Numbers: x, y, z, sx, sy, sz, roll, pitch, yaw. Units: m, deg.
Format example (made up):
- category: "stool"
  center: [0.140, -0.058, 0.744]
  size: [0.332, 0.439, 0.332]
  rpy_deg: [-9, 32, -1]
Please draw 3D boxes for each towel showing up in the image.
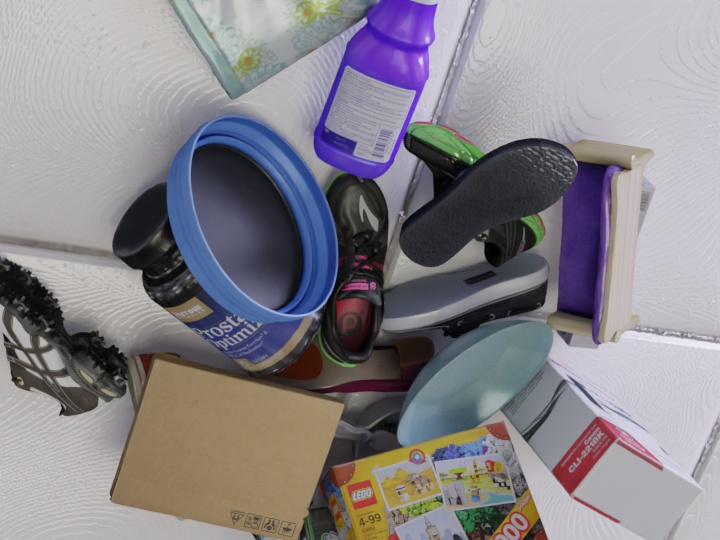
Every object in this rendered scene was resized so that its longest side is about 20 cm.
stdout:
- category: "towel"
  center: [-0.092, -0.273, 1.290]
  size: [0.171, 0.048, 0.200]
  rpy_deg: [-31, 124, -1]

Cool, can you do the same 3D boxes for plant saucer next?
- category: "plant saucer"
  center: [0.113, 0.110, 1.523]
  size: [0.201, 0.039, 0.201]
  rpy_deg: [-28, 151, -17]

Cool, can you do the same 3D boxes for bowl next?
- category: "bowl"
  center: [-0.100, -0.045, 1.337]
  size: [0.039, 0.201, 0.201]
  rpy_deg: [-24, 130, 34]

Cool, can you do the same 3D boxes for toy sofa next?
- category: "toy sofa"
  center: [0.239, -0.029, 1.483]
  size: [0.098, 0.083, 0.201]
  rpy_deg: [-26, 122, -52]

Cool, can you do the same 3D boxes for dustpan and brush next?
- category: "dustpan and brush"
  center: [0.019, 0.181, 1.571]
  size: [0.200, 0.057, 0.140]
  rpy_deg: [26, 106, -30]

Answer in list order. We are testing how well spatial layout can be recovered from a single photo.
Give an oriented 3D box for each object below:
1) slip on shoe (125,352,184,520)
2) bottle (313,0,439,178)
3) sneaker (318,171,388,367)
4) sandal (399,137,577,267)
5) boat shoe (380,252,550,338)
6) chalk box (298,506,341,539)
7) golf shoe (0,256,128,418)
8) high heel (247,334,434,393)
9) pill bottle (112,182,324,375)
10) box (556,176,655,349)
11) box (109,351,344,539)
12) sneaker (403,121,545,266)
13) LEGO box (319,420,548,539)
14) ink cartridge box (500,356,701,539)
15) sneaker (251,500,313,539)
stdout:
- category: "slip on shoe"
  center: [-0.194, 0.172, 1.487]
  size: [0.061, 0.074, 0.200]
  rpy_deg: [-15, 117, -15]
- category: "bottle"
  center: [0.021, -0.184, 1.347]
  size: [0.083, 0.065, 0.200]
  rpy_deg: [19, 122, -4]
- category: "sneaker"
  center: [0.000, 0.000, 1.439]
  size: [0.077, 0.084, 0.201]
  rpy_deg: [-4, 101, -16]
- category: "sandal"
  center: [0.116, -0.073, 1.381]
  size: [0.200, 0.043, 0.076]
  rpy_deg: [-29, 119, 31]
- category: "boat shoe"
  center: [0.109, 0.039, 1.527]
  size: [0.200, 0.070, 0.066]
  rpy_deg: [-19, 121, -18]
- category: "chalk box"
  center: [-0.012, 0.328, 1.578]
  size: [0.199, 0.125, 0.124]
  rpy_deg: [-4, 156, -16]
- category: "golf shoe"
  center: [-0.317, 0.071, 1.382]
  size: [0.094, 0.078, 0.200]
  rpy_deg: [-36, 114, 17]
- category: "high heel"
  center: [-0.018, 0.110, 1.530]
  size: [0.199, 0.068, 0.096]
  rpy_deg: [-1, 156, -1]
- category: "pill bottle"
  center: [-0.137, 0.006, 1.389]
  size: [0.112, 0.112, 0.200]
  rpy_deg: [-45, 123, 8]
- category: "box"
  center: [0.264, -0.010, 1.567]
  size: [0.041, 0.039, 0.200]
  rpy_deg: [5, 115, -21]
- category: "box"
  center: [-0.133, 0.180, 1.449]
  size: [0.200, 0.021, 0.164]
  rpy_deg: [15, 105, -15]
- category: "sneaker"
  center: [0.107, -0.072, 1.447]
  size: [0.084, 0.077, 0.200]
  rpy_deg: [-44, 121, 4]
- category: "LEGO box"
  center: [0.077, 0.260, 1.519]
  size: [0.200, 0.149, 0.077]
  rpy_deg: [-13, 159, -20]
- category: "ink cartridge box"
  center: [0.255, 0.189, 1.580]
  size: [0.144, 0.200, 0.084]
  rpy_deg: [31, 100, -31]
- category: "sneaker"
  center: [-0.093, 0.191, 1.541]
  size: [0.095, 0.079, 0.200]
  rpy_deg: [-20, 131, -22]
